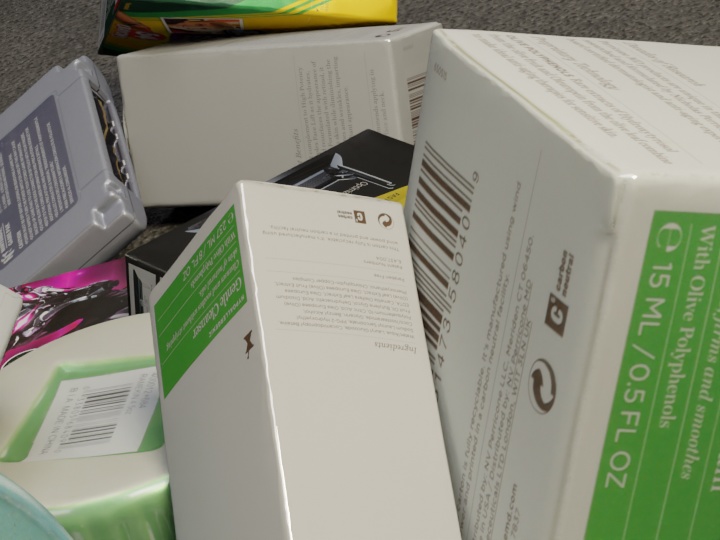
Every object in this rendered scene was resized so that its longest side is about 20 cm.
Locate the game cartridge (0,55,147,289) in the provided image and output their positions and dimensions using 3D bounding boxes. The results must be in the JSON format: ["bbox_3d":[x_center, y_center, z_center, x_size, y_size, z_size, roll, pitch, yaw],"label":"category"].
[{"bbox_3d":[-0.200,-0.041,1.405,0.133,0.041,0.200,-36,34,10],"label":"game cartridge"}]

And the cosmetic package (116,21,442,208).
[{"bbox_3d":[-0.046,-0.095,1.408,0.199,0.102,0.074,1,14,30],"label":"cosmetic package"}]

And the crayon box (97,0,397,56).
[{"bbox_3d":[-0.077,-0.175,1.487,0.171,0.059,0.200,5,-5,-10],"label":"crayon box"}]

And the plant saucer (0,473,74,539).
[{"bbox_3d":[-0.157,0.156,0.888,0.027,0.200,0.200,-29,16,35],"label":"plant saucer"}]

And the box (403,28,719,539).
[{"bbox_3d":[0.122,0.025,0.932,0.170,0.200,0.200,2,21,-22],"label":"box"}]

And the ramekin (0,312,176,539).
[{"bbox_3d":[-0.105,0.103,1.070,0.199,0.098,0.200,-13,27,7],"label":"ramekin"}]

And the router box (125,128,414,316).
[{"bbox_3d":[0.000,0.000,1.204,0.157,0.053,0.200,22,36,35],"label":"router box"}]

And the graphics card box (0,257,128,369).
[{"bbox_3d":[-0.177,0.053,1.265,0.199,0.051,0.126,-13,26,4],"label":"graphics card box"}]

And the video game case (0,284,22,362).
[{"bbox_3d":[-0.222,0.125,1.010,0.182,0.023,0.201,-47,20,41],"label":"video game case"}]

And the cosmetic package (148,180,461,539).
[{"bbox_3d":[-0.023,0.078,0.939,0.084,0.108,0.201,8,56,-27],"label":"cosmetic package"}]
